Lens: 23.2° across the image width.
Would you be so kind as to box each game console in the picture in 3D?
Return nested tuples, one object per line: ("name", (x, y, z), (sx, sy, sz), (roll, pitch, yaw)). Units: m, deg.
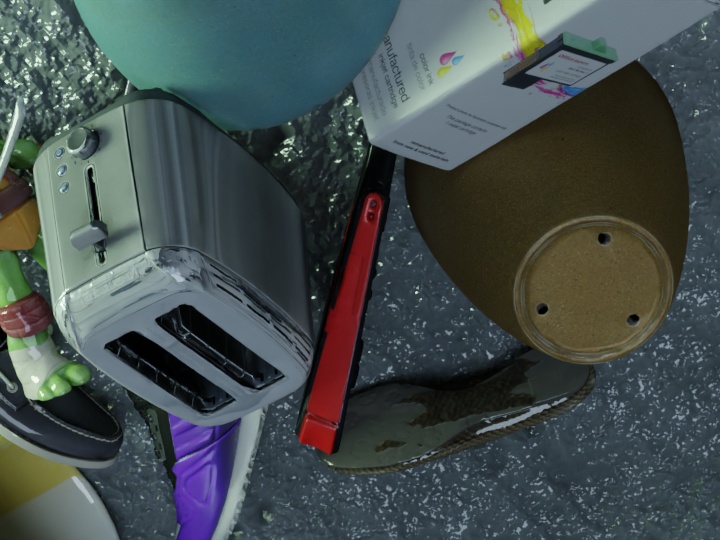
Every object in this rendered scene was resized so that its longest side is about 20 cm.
("game console", (0.000, 0.000, 1.078), (0.031, 0.200, 0.178), (15, 113, -2))

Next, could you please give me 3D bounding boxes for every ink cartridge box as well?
("ink cartridge box", (0.085, -0.171, 1.000), (0.200, 0.146, 0.084), (-30, 153, 32))

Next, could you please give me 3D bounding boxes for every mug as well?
("mug", (-0.268, 0.199, 1.206), (0.153, 0.187, 0.149), (-32, 144, 20))

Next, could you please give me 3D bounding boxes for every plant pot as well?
("plant pot", (0.127, -0.029, 1.073), (0.185, 0.200, 0.187), (-1, 113, -3))
("plant pot", (-0.089, -0.191, 0.973), (0.199, 0.135, 0.201), (-4, 80, 23))

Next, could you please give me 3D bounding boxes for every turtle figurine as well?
("turtle figurine", (-0.191, -0.030, 1.084), (0.199, 0.144, 0.195), (-21, 108, 10))

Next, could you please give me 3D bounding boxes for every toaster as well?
("toaster", (-0.099, 0.001, 1.006), (0.113, 0.130, 0.200), (-25, 141, 20))

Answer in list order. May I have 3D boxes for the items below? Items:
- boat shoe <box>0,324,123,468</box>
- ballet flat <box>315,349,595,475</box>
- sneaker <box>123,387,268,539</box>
("boat shoe", (-0.233, 0.058, 1.162), (0.200, 0.073, 0.063), (36, 110, -12))
("ballet flat", (0.067, 0.100, 1.208), (0.199, 0.068, 0.046), (-19, 146, 2))
("sneaker", (-0.116, 0.101, 1.194), (0.099, 0.070, 0.201), (15, 108, -2))
